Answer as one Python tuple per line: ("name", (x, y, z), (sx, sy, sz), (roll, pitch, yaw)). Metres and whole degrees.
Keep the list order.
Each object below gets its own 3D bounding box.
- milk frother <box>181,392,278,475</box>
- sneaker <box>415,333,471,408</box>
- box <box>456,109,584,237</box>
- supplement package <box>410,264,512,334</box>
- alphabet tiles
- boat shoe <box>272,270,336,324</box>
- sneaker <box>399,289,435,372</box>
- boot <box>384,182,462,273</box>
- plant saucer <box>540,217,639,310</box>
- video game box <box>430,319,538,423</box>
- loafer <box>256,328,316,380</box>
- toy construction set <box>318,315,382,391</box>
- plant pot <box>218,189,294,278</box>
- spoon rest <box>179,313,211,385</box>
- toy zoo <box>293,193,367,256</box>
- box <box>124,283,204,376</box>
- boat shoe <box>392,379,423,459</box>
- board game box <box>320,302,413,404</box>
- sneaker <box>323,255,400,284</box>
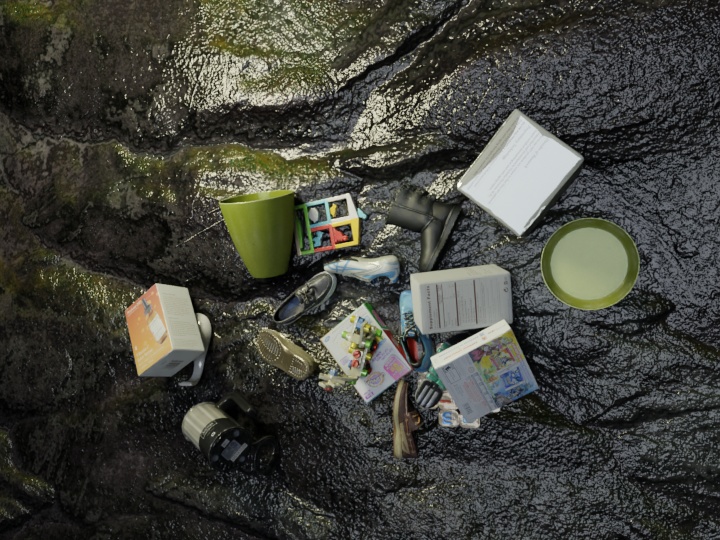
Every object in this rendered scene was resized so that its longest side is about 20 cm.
("milk frother", (-0.337, 0.448, 1.489), (0.188, 0.180, 0.200), (16, 131, 52))
("sneaker", (0.190, 0.231, 1.320), (0.074, 0.088, 0.200), (39, 78, 7))
("box", (0.342, -0.196, 1.197), (0.171, 0.199, 0.200), (40, 105, 14))
("supplement package", (0.220, 0.061, 1.248), (0.199, 0.117, 0.118), (-6, 101, -2))
("alphabet tiles", (0.233, 0.272, 1.343), (0.195, 0.015, 0.201), (-2, 91, 19))
("boat shoe", (-0.148, 0.072, 1.441), (0.200, 0.066, 0.070), (-35, 81, 17))
("sneaker", (0.131, 0.140, 1.330), (0.078, 0.090, 0.201), (-16, 77, 19))
("boot", (0.134, -0.099, 1.338), (0.162, 0.073, 0.199), (24, 92, 15))
("plant saucer", (0.500, -0.014, 1.236), (0.199, 0.031, 0.201), (1, 92, 20))
("video game box", (0.275, 0.225, 1.238), (0.182, 0.047, 0.200), (-27, 121, 8))
("loafer", (-0.192, 0.219, 1.463), (0.200, 0.068, 0.076), (33, 100, 32))
("toy construction set", (-0.015, 0.200, 1.321), (0.092, 0.131, 0.200), (32, 101, 16))
("plant pot", (-0.245, -0.089, 1.427), (0.187, 0.187, 0.201), (-3, 105, 19))
("spoon rest", (-0.462, 0.218, 1.566), (0.099, 0.061, 0.201), (-1, 78, 18))
("toy zoo", (-0.077, -0.118, 1.436), (0.200, 0.020, 0.132), (-10, 88, 19))
("box", (-0.528, 0.162, 1.516), (0.152, 0.106, 0.200), (-36, 63, 25))
("boat shoe", (0.117, 0.359, 1.358), (0.072, 0.072, 0.201), (2, 98, 10))
("board game box", (0.017, 0.204, 1.402), (0.153, 0.040, 0.200), (-39, 79, 16))
("sneaker", (0.000, 0.000, 1.389), (0.199, 0.072, 0.073), (1, 99, 22))
